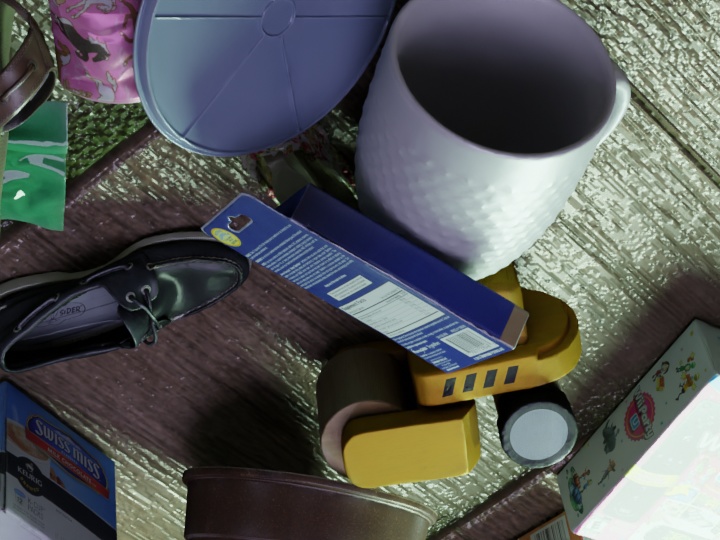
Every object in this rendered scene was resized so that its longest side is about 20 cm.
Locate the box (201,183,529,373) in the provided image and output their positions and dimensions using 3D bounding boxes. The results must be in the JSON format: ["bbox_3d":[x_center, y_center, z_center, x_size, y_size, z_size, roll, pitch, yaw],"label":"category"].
[{"bbox_3d":[0.000,0.000,1.205,0.199,0.033,0.121,29,162,-12],"label":"box"}]

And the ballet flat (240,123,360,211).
[{"bbox_3d":[-0.027,-0.040,1.276,0.075,0.064,0.200,-27,130,19],"label":"ballet flat"}]

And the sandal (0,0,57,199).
[{"bbox_3d":[-0.215,-0.109,1.141,0.057,0.080,0.202,6,103,5],"label":"sandal"}]

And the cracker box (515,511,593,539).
[{"bbox_3d":[0.192,0.301,1.617,0.134,0.058,0.200,-33,127,21],"label":"cracker box"}]

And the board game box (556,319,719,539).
[{"bbox_3d":[0.275,0.145,1.487,0.147,0.064,0.200,19,126,-23],"label":"board game box"}]

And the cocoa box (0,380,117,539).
[{"bbox_3d":[-0.299,0.206,1.409,0.199,0.132,0.133,-31,129,19],"label":"cocoa box"}]

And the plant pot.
[{"bbox_3d":[-0.055,0.266,1.402,0.199,0.200,0.200,9,165,3],"label":"plant pot"}]

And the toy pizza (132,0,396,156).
[{"bbox_3d":[-0.059,-0.162,1.140,0.199,0.032,0.201,-26,138,-27],"label":"toy pizza"}]

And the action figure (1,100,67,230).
[{"bbox_3d":[-0.293,-0.073,1.212,0.199,0.055,0.119,-1,134,-13],"label":"action figure"}]

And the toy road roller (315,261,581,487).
[{"bbox_3d":[0.060,0.060,1.347,0.199,0.123,0.147,-10,118,0],"label":"toy road roller"}]

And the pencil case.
[{"bbox_3d":[-0.146,-0.195,1.107,0.086,0.083,0.201,8,131,4],"label":"pencil case"}]

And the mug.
[{"bbox_3d":[0.091,-0.084,1.212,0.199,0.148,0.176,-19,152,-27],"label":"mug"}]

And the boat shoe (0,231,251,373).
[{"bbox_3d":[-0.172,0.028,1.313,0.198,0.066,0.075,-10,132,1],"label":"boat shoe"}]
